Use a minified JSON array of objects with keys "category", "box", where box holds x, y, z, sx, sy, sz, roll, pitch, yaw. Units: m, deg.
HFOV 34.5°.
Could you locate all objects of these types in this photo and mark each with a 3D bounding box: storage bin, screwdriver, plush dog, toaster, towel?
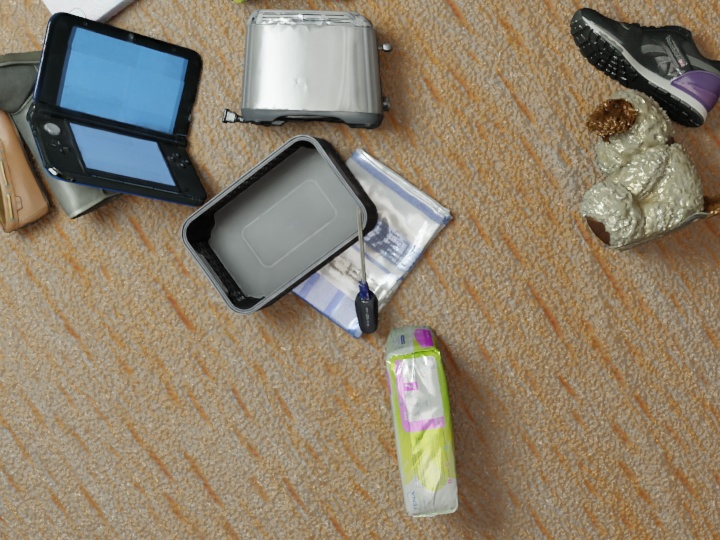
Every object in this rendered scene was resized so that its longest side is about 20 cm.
[{"category":"storage bin","box":[-0.094,-0.054,1.372,0.200,0.094,0.135,-36,88,10]},{"category":"screwdriver","box":[0.000,0.000,1.347,0.029,0.028,0.200,13,137,24]},{"category":"plush dog","box":[0.322,-0.124,1.318,0.160,0.200,0.172,-21,84,18]},{"category":"toaster","box":[-0.063,-0.233,1.355,0.199,0.114,0.130,2,93,3]},{"category":"towel","box":[-0.002,-0.033,1.421,0.147,0.024,0.200,36,96,-3]}]

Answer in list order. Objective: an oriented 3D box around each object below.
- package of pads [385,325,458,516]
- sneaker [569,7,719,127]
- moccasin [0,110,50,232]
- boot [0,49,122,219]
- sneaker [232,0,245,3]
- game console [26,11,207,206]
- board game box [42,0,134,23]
[{"category":"package of pads","box":[0.073,0.177,1.379,0.068,0.155,0.201,-8,97,2]},{"category":"sneaker","box":[0.342,-0.260,1.373,0.200,0.076,0.088,35,82,-7]},{"category":"moccasin","box":[-0.447,-0.143,1.387,0.078,0.074,0.202,-28,106,-33]},{"category":"boot","box":[-0.378,-0.151,1.350,0.072,0.182,0.201,-16,97,38]},{"category":"sneaker","box":[-0.059,-0.351,1.358,0.200,0.078,0.091,-24,103,6]},{"category":"game console","box":[-0.262,-0.180,1.319,0.200,0.171,0.118,9,126,-37]},{"category":"board game box","box":[-0.319,-0.410,1.370,0.199,0.043,0.200,-35,95,5]}]
